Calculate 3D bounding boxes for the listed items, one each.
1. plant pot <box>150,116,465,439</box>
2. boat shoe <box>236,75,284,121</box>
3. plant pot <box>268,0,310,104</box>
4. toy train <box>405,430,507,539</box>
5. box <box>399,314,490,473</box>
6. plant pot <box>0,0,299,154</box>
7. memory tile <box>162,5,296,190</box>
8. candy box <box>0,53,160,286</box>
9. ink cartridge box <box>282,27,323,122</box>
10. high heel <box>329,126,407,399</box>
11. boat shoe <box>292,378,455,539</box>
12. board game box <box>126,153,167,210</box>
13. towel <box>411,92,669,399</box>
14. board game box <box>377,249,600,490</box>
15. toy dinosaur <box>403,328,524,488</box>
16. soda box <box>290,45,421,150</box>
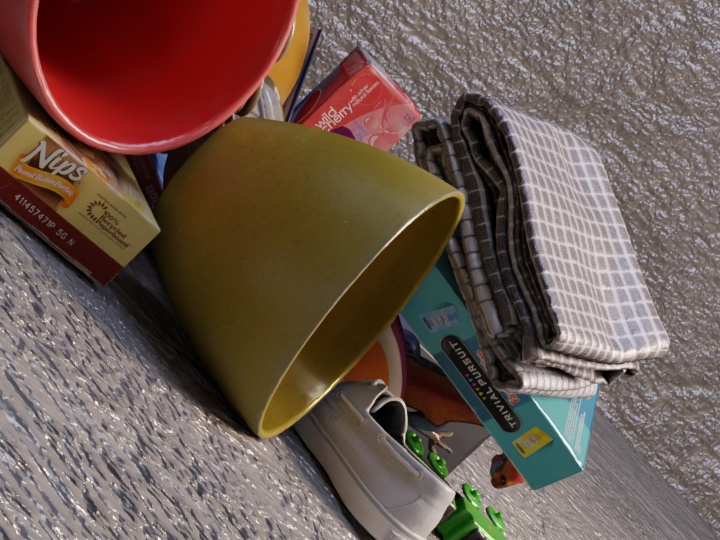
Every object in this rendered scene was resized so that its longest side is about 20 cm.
[{"bbox_3d":[-0.051,-0.014,1.311,0.142,0.200,0.200,39,5,12],"label":"plant pot"},{"bbox_3d":[-0.090,-0.048,1.594,0.071,0.069,0.201,167,-86,-72],"label":"boat shoe"},{"bbox_3d":[-0.170,-0.210,1.638,0.200,0.200,0.183,52,9,37],"label":"plant pot"},{"bbox_3d":[0.043,0.157,1.528,0.200,0.042,0.056,44,18,-27],"label":"toy train"},{"bbox_3d":[0.015,0.064,1.740,0.200,0.079,0.141,44,10,-30],"label":"box"},{"bbox_3d":[-0.162,-0.195,1.254,0.177,0.201,0.200,37,-2,40],"label":"plant pot"},{"bbox_3d":[-0.096,-0.149,1.379,0.017,0.200,0.154,7,48,-28],"label":"memory tile"},{"bbox_3d":[-0.201,-0.083,1.294,0.115,0.055,0.200,43,7,-32],"label":"candy box"},{"bbox_3d":[-0.120,-0.162,1.721,0.199,0.095,0.037,9,-17,36],"label":"ink cartridge box"},{"bbox_3d":[0.000,0.000,1.463,0.200,0.067,0.096,65,32,-24],"label":"high heel"},{"bbox_3d":[0.003,0.111,1.397,0.072,0.069,0.200,41,7,-33],"label":"boat shoe"},{"bbox_3d":[-0.159,-0.105,1.452,0.103,0.019,0.201,-103,175,-60],"label":"board game box"},{"bbox_3d":[0.126,-0.014,1.421,0.165,0.085,0.201,13,56,-60],"label":"towel"},{"bbox_3d":[0.099,0.035,1.486,0.200,0.047,0.151,53,29,-20],"label":"board game box"},{"bbox_3d":[0.041,0.101,1.545,0.199,0.105,0.181,6,17,-37],"label":"toy dinosaur"},{"bbox_3d":[-0.046,-0.087,1.685,0.070,0.200,0.063,44,8,-17],"label":"soda box"}]
